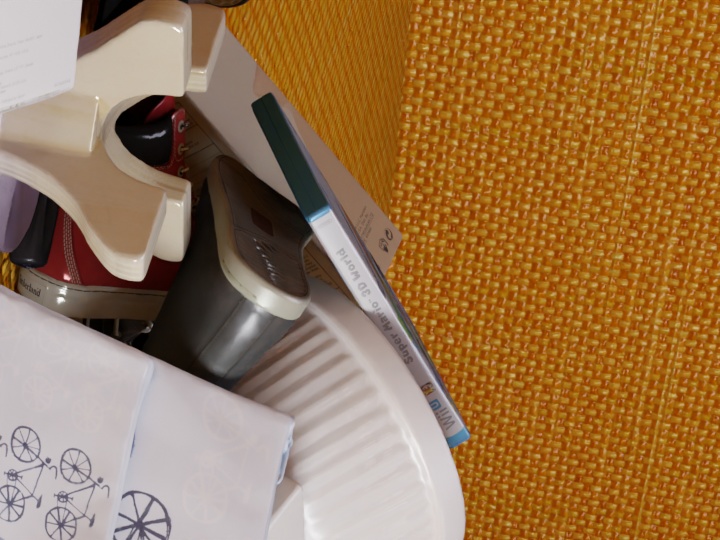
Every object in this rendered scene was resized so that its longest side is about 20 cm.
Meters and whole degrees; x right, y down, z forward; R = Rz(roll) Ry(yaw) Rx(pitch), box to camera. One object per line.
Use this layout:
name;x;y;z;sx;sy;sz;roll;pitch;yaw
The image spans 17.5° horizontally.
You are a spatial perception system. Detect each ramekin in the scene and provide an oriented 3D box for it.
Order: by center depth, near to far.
ramekin;-0.038;0.113;1.400;0.105;0.200;0.201;-29;148;-23

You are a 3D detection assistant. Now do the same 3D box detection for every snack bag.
snack bag;-0.126;0.122;1.184;0.021;0.199;0.190;-32;-140;48

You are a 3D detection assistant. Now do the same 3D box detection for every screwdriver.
screwdriver;-0.180;-0.101;1.346;0.029;0.028;0.201;51;44;-85

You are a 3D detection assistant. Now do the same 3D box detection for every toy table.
toy table;-0.147;-0.081;1.236;0.200;0.116;0.185;91;11;-62

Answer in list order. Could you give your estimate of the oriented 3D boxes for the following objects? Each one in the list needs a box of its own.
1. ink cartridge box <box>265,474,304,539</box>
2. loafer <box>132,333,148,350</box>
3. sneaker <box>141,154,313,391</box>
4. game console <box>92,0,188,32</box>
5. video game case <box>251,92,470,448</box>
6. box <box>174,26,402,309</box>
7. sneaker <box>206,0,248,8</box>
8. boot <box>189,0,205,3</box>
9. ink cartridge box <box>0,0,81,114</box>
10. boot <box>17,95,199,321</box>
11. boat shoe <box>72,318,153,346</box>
ink cartridge box;-0.144;0.197;1.285;0.200;0.147;0.145;-47;153;-37
loafer;-0.162;0.049;1.621;0.063;0.071;0.201;-19;112;-65
sneaker;-0.086;0.008;1.339;0.106;0.075;0.200;-51;-166;16
game console;-0.150;-0.239;1.382;0.176;0.116;0.201;-36;-142;52
video game case;0.000;0.000;1.420;0.200;0.018;0.143;58;3;-36
box;-0.074;-0.056;1.536;0.200;0.095;0.078;50;41;-22
sneaker;-0.085;-0.302;1.673;0.147;0.076;0.203;-71;168;-45
boot;-0.094;-0.242;1.480;0.186;0.064;0.201;-48;-157;49
ink cartridge box;-0.170;-0.175;1.072;0.109;0.050;0.201;-30;130;-63
boot;-0.106;-0.044;1.425;0.199;0.072;0.145;3;112;-47
boat shoe;-0.156;0.014;1.517;0.072;0.070;0.201;-75;172;-46
